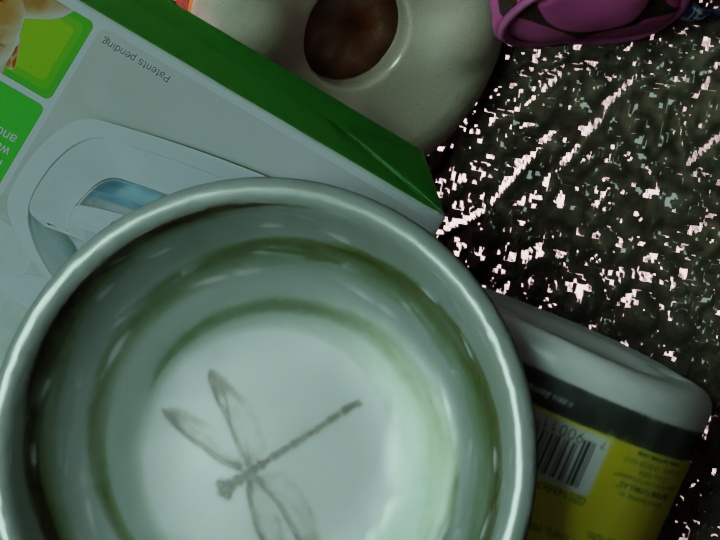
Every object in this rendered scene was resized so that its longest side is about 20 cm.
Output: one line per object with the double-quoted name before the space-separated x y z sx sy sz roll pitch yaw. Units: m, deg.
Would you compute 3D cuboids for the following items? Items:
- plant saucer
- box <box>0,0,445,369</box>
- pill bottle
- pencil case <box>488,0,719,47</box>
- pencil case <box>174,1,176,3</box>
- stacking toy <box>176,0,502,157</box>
"plant saucer" -0.034 0.068 0.981 0.199 0.050 0.202 -1 84 6
"box" -0.099 -0.012 1.049 0.177 0.199 0.097 -56 13 13
"pill bottle" 0.046 0.117 1.041 0.114 0.114 0.201 28 97 38
"pencil case" 0.090 -0.192 1.098 0.094 0.090 0.201 140 127 -61
"pencil case" -0.102 -0.058 1.179 0.088 0.088 0.201 -28 62 30
"stacking toy" -0.040 -0.133 1.177 0.147 0.146 0.200 -60 36 10
